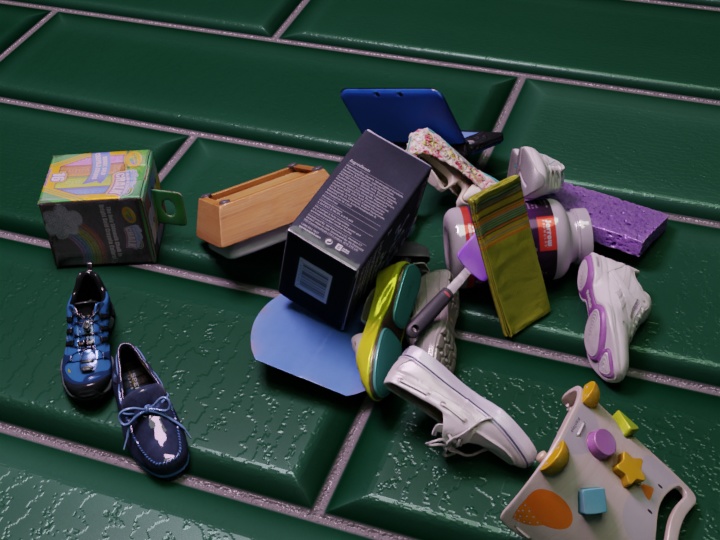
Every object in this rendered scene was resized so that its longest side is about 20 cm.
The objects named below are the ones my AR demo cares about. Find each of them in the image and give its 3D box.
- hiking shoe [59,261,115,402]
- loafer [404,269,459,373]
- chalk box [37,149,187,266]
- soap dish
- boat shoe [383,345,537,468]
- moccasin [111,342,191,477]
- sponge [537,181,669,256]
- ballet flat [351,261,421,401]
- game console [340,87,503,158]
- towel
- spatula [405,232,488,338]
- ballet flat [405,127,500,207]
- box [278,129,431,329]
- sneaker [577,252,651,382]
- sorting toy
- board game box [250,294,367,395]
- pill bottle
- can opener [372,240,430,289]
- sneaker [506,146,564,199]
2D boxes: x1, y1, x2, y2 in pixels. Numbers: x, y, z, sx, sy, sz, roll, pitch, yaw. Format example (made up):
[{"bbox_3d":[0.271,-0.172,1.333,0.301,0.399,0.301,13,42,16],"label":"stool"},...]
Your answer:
[{"bbox_3d":[-0.366,0.085,1.427,0.073,0.087,0.201,-9,41,-6],"label":"hiking shoe"},{"bbox_3d":[0.087,0.083,1.413,0.069,0.070,0.201,-12,39,22],"label":"loafer"},{"bbox_3d":[-0.358,-0.094,1.607,0.197,0.126,0.125,-3,41,0],"label":"chalk box"},{"bbox_3d":[-0.136,-0.092,1.574,0.198,0.082,0.157,-21,15,-17],"label":"soap dish"},{"bbox_3d":[0.108,0.181,1.273,0.201,0.075,0.086,39,68,12],"label":"boat shoe"},{"bbox_3d":[-0.272,0.170,1.335,0.080,0.069,0.200,-23,46,-21],"label":"moccasin"},{"bbox_3d":[0.339,-0.081,1.585,0.198,0.030,0.111,21,34,26],"label":"sponge"},{"bbox_3d":[0.025,0.077,1.374,0.066,0.067,0.202,-5,53,33],"label":"ballet flat"},{"bbox_3d":[0.097,-0.240,1.678,0.198,0.120,0.170,9,24,39],"label":"game console"},{"bbox_3d":[0.199,-0.018,1.419,0.085,0.202,0.018,-27,22,-24],"label":"towel"},{"bbox_3d":[0.121,0.019,1.398,0.057,0.021,0.200,44,59,2],"label":"spatula"},{"bbox_3d":[0.144,-0.130,1.608,0.199,0.076,0.064,37,58,-1],"label":"ballet flat"},{"bbox_3d":[-0.008,-0.053,1.415,0.106,0.149,0.201,29,58,9],"label":"box"},{"bbox_3d":[0.340,0.059,1.406,0.098,0.075,0.202,12,48,-8],"label":"sneaker"},{"bbox_3d":[0.283,0.236,1.197,0.179,0.107,0.200,36,49,3],"label":"sorting toy"},{"bbox_3d":[-0.044,0.100,1.422,0.198,0.039,0.158,20,45,15],"label":"board game box"},{"bbox_3d":[0.217,-0.039,1.500,0.197,0.113,0.113,-6,40,-1],"label":"pill bottle"},{"bbox_3d":[0.000,0.000,1.515,0.197,0.054,0.068,-4,55,1],"label":"can opener"},{"bbox_3d":[0.257,-0.140,1.544,0.079,0.071,0.200,10,12,1],"label":"sneaker"}]
